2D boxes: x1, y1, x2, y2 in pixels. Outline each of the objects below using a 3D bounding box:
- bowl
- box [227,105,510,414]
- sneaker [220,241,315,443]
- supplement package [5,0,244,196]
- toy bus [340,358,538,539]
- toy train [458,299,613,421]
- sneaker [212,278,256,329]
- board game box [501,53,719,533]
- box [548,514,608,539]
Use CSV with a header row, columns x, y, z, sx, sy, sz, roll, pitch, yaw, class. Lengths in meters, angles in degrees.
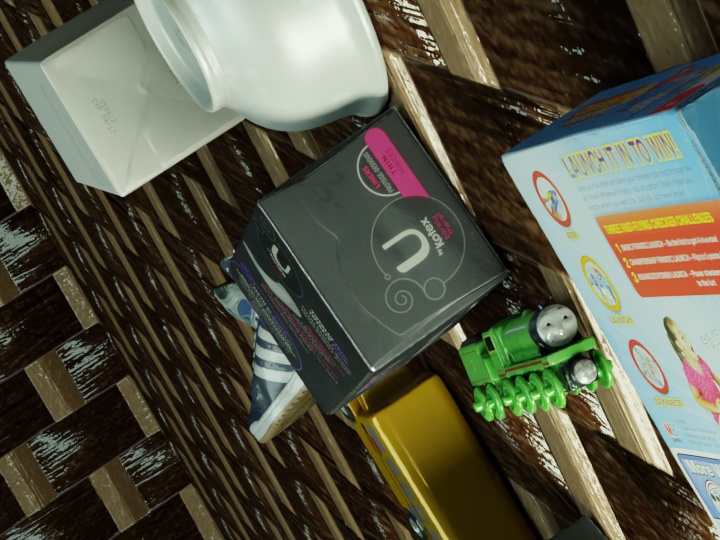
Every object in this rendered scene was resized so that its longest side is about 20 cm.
x,y,z,sx,sy,sz,roll,pitch,yaw,class
-0.074,-0.156,1.168,0.202,0.090,0.201,53,167,17,bowl
0.000,0.000,1.216,0.123,0.106,0.200,55,167,4,box
-0.063,0.040,1.503,0.108,0.070,0.200,43,137,12,sneaker
-0.190,-0.145,1.571,0.122,0.119,0.200,59,168,-15,supplement package
0.052,0.140,1.449,0.201,0.065,0.078,59,167,-5,toy bus
0.096,0.051,1.133,0.200,0.041,0.057,144,104,-78,toy train
-0.067,0.031,1.623,0.078,0.075,0.200,63,168,-6,sneaker
0.154,0.017,0.777,0.197,0.056,0.200,60,168,-6,board game box
0.114,0.277,1.317,0.086,0.163,0.201,50,166,31,box
